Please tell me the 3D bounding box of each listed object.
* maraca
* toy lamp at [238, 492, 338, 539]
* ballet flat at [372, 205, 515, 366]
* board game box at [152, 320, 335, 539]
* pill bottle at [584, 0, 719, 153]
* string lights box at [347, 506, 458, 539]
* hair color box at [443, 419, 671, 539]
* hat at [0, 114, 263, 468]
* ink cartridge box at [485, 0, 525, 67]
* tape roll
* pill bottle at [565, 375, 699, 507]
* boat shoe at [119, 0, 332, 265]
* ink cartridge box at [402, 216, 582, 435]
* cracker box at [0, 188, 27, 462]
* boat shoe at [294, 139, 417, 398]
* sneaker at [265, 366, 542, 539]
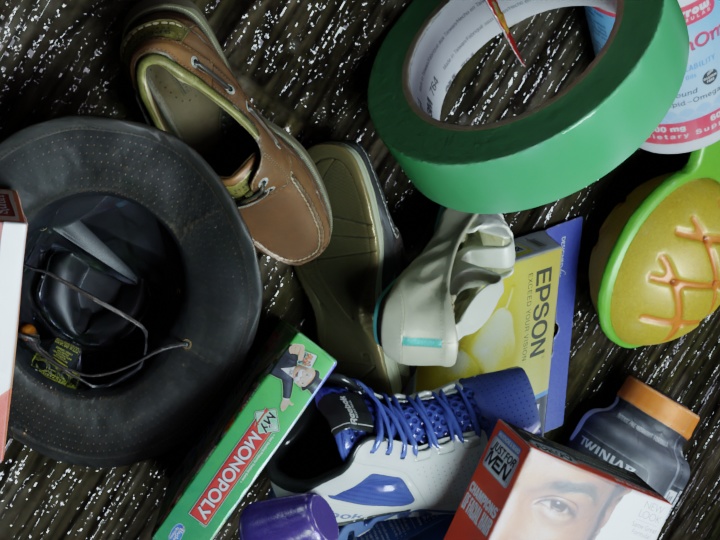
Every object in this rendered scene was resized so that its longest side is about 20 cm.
[{"bbox_3d":[0.256,-0.028,1.048,0.201,0.107,0.137,-55,140,-3],"label":"maraca"},{"bbox_3d":[-0.104,0.197,0.837,0.198,0.059,0.058,-28,135,18],"label":"toy lamp"},{"bbox_3d":[0.071,0.000,0.878,0.200,0.069,0.070,-55,145,-51],"label":"ballet flat"},{"bbox_3d":[-0.071,0.096,0.794,0.029,0.200,0.135,36,87,-4],"label":"board game box"},{"bbox_3d":[0.212,-0.188,0.919,0.109,0.108,0.201,-41,137,-15],"label":"pill bottle"},{"bbox_3d":[0.041,0.171,0.932,0.198,0.103,0.059,-29,122,-2],"label":"string lights box"},{"bbox_3d":[0.102,0.211,0.835,0.110,0.064,0.202,22,95,-17],"label":"hair color box"},{"bbox_3d":[-0.143,0.005,0.743,0.197,0.081,0.203,1,108,3],"label":"hat"},{"bbox_3d":[0.053,-0.238,0.746,0.050,0.162,0.200,-28,133,15],"label":"ink cartridge box"},{"bbox_3d":[0.101,-0.129,0.808,0.201,0.200,0.048,-48,133,-9],"label":"tape roll"},{"bbox_3d":[0.212,0.193,1.123,0.106,0.106,0.202,28,92,-43],"label":"pill bottle"},{"bbox_3d":[-0.079,-0.064,0.772,0.071,0.068,0.200,-28,126,14],"label":"boat shoe"},{"bbox_3d":[0.106,0.075,1.023,0.198,0.047,0.200,-16,120,-30],"label":"ink cartridge box"},{"bbox_3d":[-0.272,0.024,0.647,0.197,0.058,0.136,3,110,-22],"label":"cracker box"},{"bbox_3d":[0.001,0.001,0.889,0.066,0.071,0.203,-41,129,-49],"label":"boat shoe"},{"bbox_3d":[0.023,0.112,0.847,0.197,0.081,0.116,-21,146,-3],"label":"sneaker"}]
